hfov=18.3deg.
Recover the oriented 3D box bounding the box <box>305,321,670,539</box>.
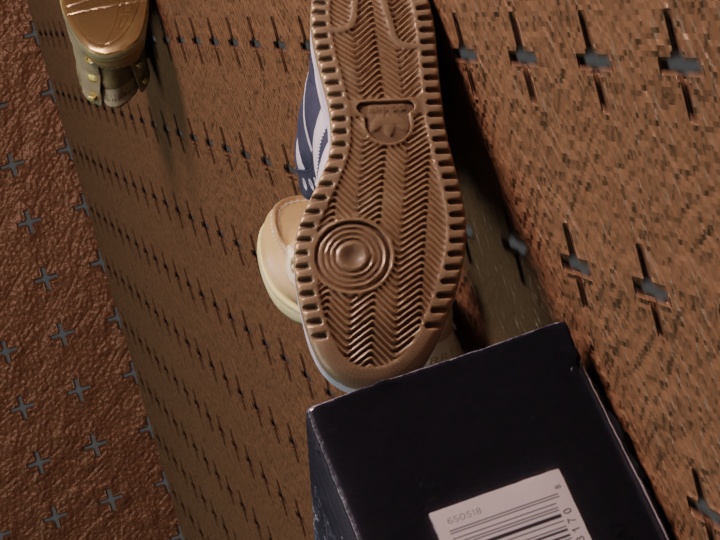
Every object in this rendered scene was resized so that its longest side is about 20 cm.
[{"bbox_3d":[0.064,0.164,0.910,0.200,0.117,0.197,88,162,-58],"label":"box"}]

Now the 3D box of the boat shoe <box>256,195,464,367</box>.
[{"bbox_3d":[0.000,0.000,1.118,0.200,0.072,0.065,-128,32,-57],"label":"boat shoe"}]

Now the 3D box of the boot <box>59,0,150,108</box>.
[{"bbox_3d":[-0.211,-0.193,1.877,0.200,0.073,0.156,-115,14,-45],"label":"boot"}]

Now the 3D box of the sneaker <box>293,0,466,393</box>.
[{"bbox_3d":[0.005,-0.024,0.964,0.109,0.070,0.201,98,173,-63],"label":"sneaker"}]
